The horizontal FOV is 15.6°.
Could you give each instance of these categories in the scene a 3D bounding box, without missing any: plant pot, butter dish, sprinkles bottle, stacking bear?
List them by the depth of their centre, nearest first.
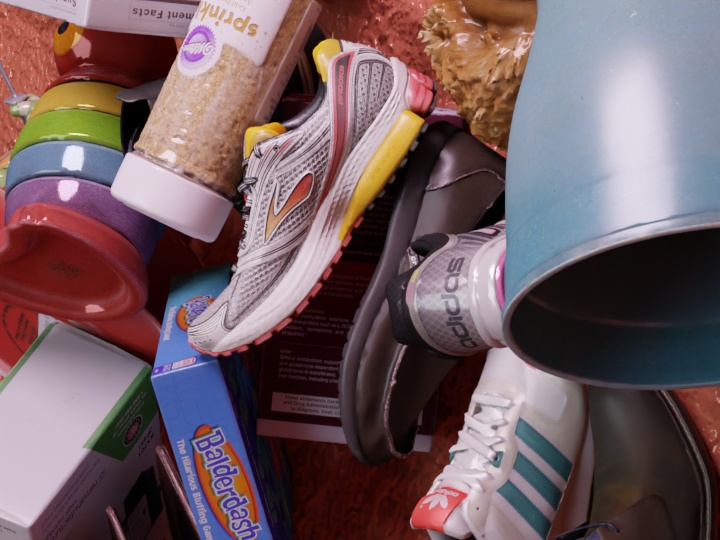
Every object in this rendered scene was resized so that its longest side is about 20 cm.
[{"bbox_3d":[0.160,-0.064,1.289,0.200,0.200,0.189,-35,52,48],"label":"plant pot"},{"bbox_3d":[-0.073,-0.119,1.510,0.068,0.068,0.201,24,89,51],"label":"sprinkles bottle"},{"bbox_3d":[-0.166,-0.080,1.642,0.121,0.114,0.201,-25,46,49],"label":"stacking bear"},{"bbox_3d":[-0.177,0.004,1.781,0.199,0.148,0.200,39,146,10],"label":"butter dish"}]

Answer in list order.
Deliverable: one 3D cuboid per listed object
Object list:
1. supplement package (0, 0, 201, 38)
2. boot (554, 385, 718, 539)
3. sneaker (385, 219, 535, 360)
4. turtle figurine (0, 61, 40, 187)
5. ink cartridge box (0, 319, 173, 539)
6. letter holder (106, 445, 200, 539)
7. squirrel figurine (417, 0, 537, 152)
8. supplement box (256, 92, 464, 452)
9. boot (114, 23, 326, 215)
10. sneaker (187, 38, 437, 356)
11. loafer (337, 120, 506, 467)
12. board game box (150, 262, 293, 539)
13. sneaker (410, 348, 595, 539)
[{"bbox_3d":[-0.131,-0.244,1.556,0.114,0.109,0.201,22,106,52],"label":"supplement package"},{"bbox_3d":[0.135,0.137,1.387,0.075,0.097,0.201,-35,63,48],"label":"boot"},{"bbox_3d":[0.068,0.005,1.399,0.087,0.200,0.074,-7,97,20],"label":"sneaker"},{"bbox_3d":[-0.291,-0.073,1.935,0.144,0.199,0.194,-77,14,-48],"label":"turtle figurine"},{"bbox_3d":[-0.196,0.156,1.706,0.083,0.147,0.200,22,145,19],"label":"ink cartridge box"},{"bbox_3d":[-0.137,0.223,1.681,0.200,0.100,0.142,85,162,-55],"label":"letter holder"},{"bbox_3d":[0.071,-0.165,1.448,0.186,0.141,0.201,15,99,59],"label":"squirrel figurine"},{"bbox_3d":[0.000,0.000,1.555,0.061,0.108,0.201,-68,-16,-82],"label":"supplement box"},{"bbox_3d":[-0.083,-0.048,1.615,0.077,0.138,0.201,25,131,48],"label":"boot"},{"bbox_3d":[-0.041,-0.041,1.480,0.200,0.082,0.078,-57,10,4],"label":"sneaker"},{"bbox_3d":[0.042,0.019,1.481,0.071,0.073,0.201,17,97,18],"label":"loafer"},{"bbox_3d":[-0.081,0.097,1.598,0.200,0.045,0.153,-94,-11,-73],"label":"board game box"},{"bbox_3d":[0.077,0.115,1.469,0.070,0.093,0.201,7,95,53],"label":"sneaker"}]
